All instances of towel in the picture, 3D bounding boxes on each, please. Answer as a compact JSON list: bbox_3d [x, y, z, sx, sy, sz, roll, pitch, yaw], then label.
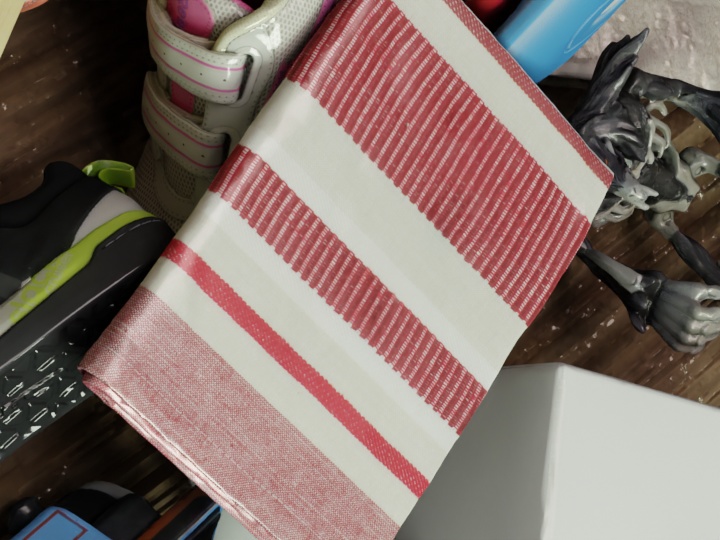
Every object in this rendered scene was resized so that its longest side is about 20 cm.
[{"bbox_3d":[0.000,0.000,0.929,0.144,0.023,0.200,46,68,-31],"label":"towel"},{"bbox_3d":[0.128,-0.146,1.180,0.199,0.034,0.133,3,83,-41],"label":"towel"}]

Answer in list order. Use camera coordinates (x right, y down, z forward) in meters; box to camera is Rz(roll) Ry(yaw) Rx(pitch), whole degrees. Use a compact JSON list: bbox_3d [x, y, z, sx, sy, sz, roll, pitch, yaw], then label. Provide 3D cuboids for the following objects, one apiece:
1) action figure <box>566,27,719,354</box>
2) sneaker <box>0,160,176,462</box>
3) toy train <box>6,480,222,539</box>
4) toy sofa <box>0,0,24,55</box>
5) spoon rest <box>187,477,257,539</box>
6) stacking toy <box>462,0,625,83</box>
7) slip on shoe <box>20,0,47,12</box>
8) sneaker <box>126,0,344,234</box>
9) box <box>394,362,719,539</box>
[{"bbox_3d":[0.146,-0.032,1.131,0.199,0.102,0.119,18,101,-42],"label":"action figure"},{"bbox_3d":[-0.153,0.028,0.901,0.200,0.083,0.072,-32,149,-24],"label":"sneaker"},{"bbox_3d":[-0.109,0.143,0.884,0.114,0.087,0.200,33,42,14],"label":"toy train"},{"bbox_3d":[-0.147,-0.108,0.854,0.201,0.097,0.083,-67,155,-10],"label":"toy sofa"},{"bbox_3d":[-0.024,0.104,0.982,0.061,0.099,0.201,-21,88,-53],"label":"spoon rest"},{"bbox_3d":[0.035,-0.179,1.000,0.200,0.110,0.116,48,36,5],"label":"stacking toy"},{"bbox_3d":[-0.073,-0.136,0.988,0.199,0.074,0.062,-15,117,-42],"label":"slip on shoe"},{"bbox_3d":[-0.049,-0.077,0.950,0.088,0.081,0.201,14,101,-52],"label":"sneaker"},{"bbox_3d":[0.105,0.108,1.064,0.199,0.124,0.098,17,73,-38],"label":"box"}]
